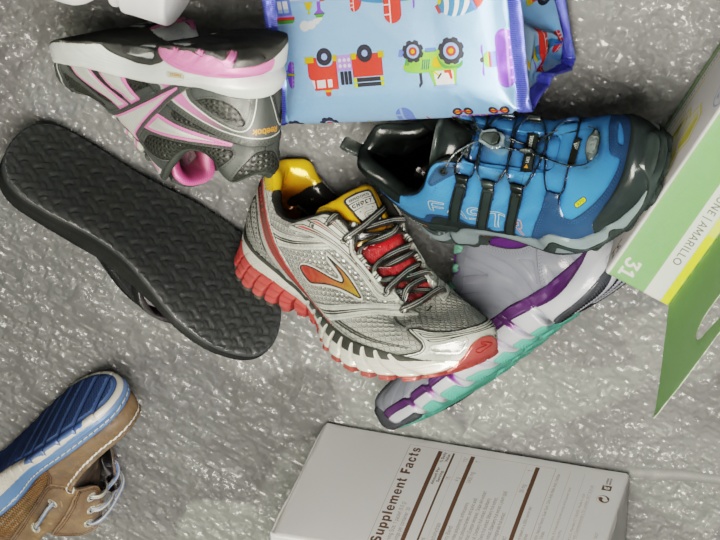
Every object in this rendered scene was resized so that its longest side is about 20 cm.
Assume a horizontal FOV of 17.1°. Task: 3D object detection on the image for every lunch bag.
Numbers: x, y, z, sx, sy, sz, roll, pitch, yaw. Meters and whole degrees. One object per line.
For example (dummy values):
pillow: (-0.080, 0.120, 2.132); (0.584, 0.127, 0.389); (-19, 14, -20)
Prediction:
lunch bag: (0.020, -0.188, 1.289); (0.150, 0.094, 0.201); (-1, 111, 23)

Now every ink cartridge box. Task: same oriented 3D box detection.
ink cartridge box: (0.180, -0.038, 1.249); (0.048, 0.200, 0.146); (28, 126, -4)

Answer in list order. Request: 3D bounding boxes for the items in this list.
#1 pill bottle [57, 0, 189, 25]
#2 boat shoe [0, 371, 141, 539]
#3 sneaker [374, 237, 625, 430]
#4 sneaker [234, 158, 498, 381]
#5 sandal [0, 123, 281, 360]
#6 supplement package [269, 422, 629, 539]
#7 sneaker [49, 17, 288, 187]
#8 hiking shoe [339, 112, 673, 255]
pill bottle: (-0.180, -0.214, 1.316); (0.199, 0.113, 0.114); (22, 125, 4)
boat shoe: (-0.193, 0.133, 1.570); (0.072, 0.072, 0.200); (40, 135, -14)
sneaker: (0.071, 0.015, 1.415); (0.200, 0.074, 0.088); (-38, 81, 31)
sneaker: (0.000, 0.000, 1.373); (0.200, 0.078, 0.083); (31, 124, 37)
sandal: (-0.132, -0.016, 1.460); (0.200, 0.075, 0.048); (37, 151, 3)
supplement package: (0.056, 0.190, 1.483); (0.199, 0.120, 0.122); (8, 124, 14)
sneaker: (-0.110, -0.090, 1.335); (0.200, 0.080, 0.087); (17, 116, 57)
hiking shoe: (0.079, -0.052, 1.302); (0.086, 0.075, 0.199); (26, 158, -36)
